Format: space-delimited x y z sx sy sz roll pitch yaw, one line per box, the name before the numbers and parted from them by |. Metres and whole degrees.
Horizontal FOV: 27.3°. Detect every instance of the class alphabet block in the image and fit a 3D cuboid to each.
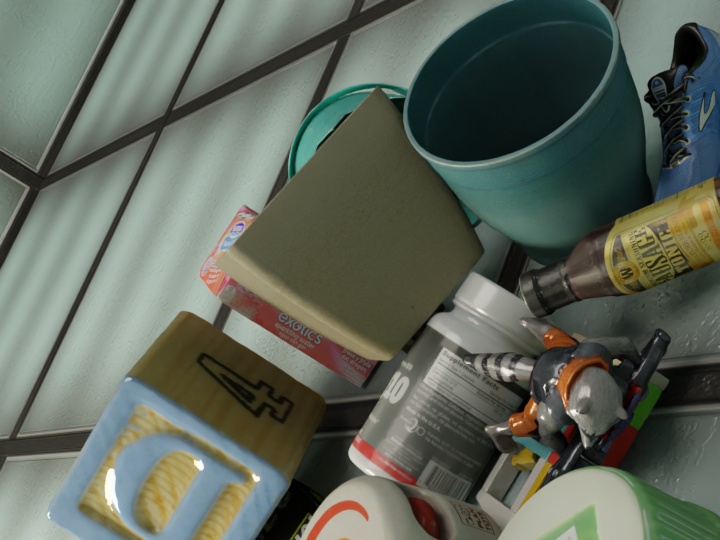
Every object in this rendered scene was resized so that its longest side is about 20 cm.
alphabet block | -0.174 0.193 1.537 0.196 0.195 0.200 -55 2 19

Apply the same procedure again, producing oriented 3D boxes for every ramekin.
ramekin | 0.169 0.237 1.042 0.200 0.097 0.201 -42 29 30

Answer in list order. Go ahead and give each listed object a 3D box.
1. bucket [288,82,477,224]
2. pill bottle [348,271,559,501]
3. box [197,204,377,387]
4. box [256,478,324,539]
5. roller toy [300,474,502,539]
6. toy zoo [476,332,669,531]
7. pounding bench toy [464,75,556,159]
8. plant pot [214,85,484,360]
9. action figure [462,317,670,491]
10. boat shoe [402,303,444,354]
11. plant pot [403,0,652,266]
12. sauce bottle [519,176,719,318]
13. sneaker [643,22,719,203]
bucket | 0.021 -0.100 1.606 0.208 0.206 0.135 -57 20 2
pill bottle | 0.086 0.110 1.329 0.201 0.113 0.114 -58 24 -1
box | -0.064 0.027 1.600 0.095 0.199 0.103 -56 22 3
box | -0.078 0.326 1.465 0.201 0.047 0.193 -58 21 -1
roller toy | 0.036 0.269 1.206 0.200 0.139 0.184 -31 45 53
toy zoo | 0.166 0.156 1.238 0.201 0.020 0.131 -59 24 -2
pounding bench toy | 0.126 -0.157 1.462 0.125 0.199 0.156 -55 25 5
plant pot | -0.002 -0.024 1.381 0.200 0.177 0.200 -48 5 -8
action figure | 0.148 0.114 1.178 0.201 0.104 0.193 -59 14 -12
boat shoe | 0.000 0.000 1.518 0.068 0.200 0.072 -49 20 2
plant pot | 0.166 -0.107 1.308 0.198 0.188 0.201 -20 43 19
sauce bottle | 0.226 -0.014 1.212 0.199 0.066 0.066 -26 36 24
sneaker | 0.277 -0.126 1.278 0.078 0.089 0.202 -23 44 52
